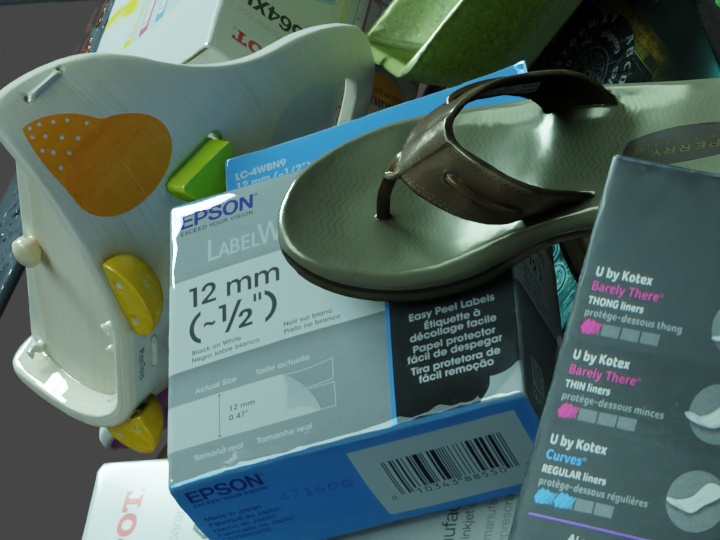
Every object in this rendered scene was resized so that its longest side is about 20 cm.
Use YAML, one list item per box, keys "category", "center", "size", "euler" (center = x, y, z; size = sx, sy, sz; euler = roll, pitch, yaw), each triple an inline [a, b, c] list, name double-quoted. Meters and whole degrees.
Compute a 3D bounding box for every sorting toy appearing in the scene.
- category: "sorting toy"
  center: [-0.066, -0.029, 1.196]
  size: [0.180, 0.107, 0.200]
  euler: [-37, -25, -25]

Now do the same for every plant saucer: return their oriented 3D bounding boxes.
- category: "plant saucer"
  center: [0.087, -0.158, 1.213]
  size: [0.200, 0.048, 0.200]
  euler: [-50, 10, 3]

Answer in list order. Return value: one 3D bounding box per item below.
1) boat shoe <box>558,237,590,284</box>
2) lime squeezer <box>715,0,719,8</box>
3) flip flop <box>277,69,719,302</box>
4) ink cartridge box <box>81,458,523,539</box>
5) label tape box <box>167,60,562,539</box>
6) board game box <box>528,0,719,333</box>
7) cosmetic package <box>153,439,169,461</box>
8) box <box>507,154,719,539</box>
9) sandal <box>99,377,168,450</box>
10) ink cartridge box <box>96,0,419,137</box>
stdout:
- category: "boat shoe"
  center: [0.138, 0.021, 0.994]
  size: [0.063, 0.073, 0.200]
  euler: [-44, 42, 7]
- category: "lime squeezer"
  center: [0.182, -0.115, 1.096]
  size: [0.070, 0.038, 0.201]
  euler: [-8, 49, 19]
- category: "flip flop"
  center: [0.060, -0.041, 0.942]
  size: [0.199, 0.058, 0.081]
  euler: [-8, 52, 25]
- category: "ink cartridge box"
  center: [-0.016, 0.150, 1.023]
  size: [0.199, 0.084, 0.147]
  euler: [-6, 55, 25]
- category: "label tape box"
  center: [0.000, 0.000, 1.024]
  size: [0.143, 0.066, 0.201]
  euler: [-16, 53, 17]
- category: "board game box"
  center: [0.111, -0.061, 1.156]
  size: [0.135, 0.028, 0.200]
  euler: [-47, 31, 25]
- category: "cosmetic package"
  center: [-0.017, 0.079, 1.174]
  size: [0.200, 0.087, 0.103]
  euler: [-54, 29, 11]
- category: "box"
  center: [0.119, 0.081, 0.847]
  size: [0.106, 0.122, 0.201]
  euler: [11, 78, 26]
- category: "sandal"
  center: [-0.054, 0.044, 1.307]
  size: [0.202, 0.050, 0.082]
  euler: [-39, -10, 30]
- category: "ink cartridge box"
  center: [-0.052, -0.102, 1.348]
  size: [0.125, 0.128, 0.201]
  euler: [-33, 32, 40]
